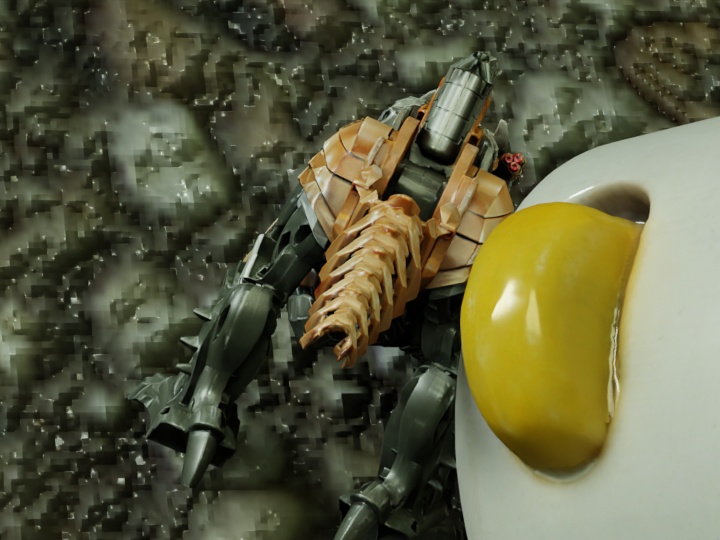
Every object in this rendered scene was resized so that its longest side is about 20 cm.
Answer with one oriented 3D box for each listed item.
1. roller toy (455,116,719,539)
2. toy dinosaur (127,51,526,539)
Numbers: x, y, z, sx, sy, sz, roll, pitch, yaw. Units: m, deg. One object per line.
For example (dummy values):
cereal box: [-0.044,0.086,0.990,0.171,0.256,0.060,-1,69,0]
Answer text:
roller toy: [0.117,0.048,0.788,0.200,0.140,0.183,-29,104,-50]
toy dinosaur: [0.000,0.000,0.818,0.102,0.136,0.200,30,12,23]
